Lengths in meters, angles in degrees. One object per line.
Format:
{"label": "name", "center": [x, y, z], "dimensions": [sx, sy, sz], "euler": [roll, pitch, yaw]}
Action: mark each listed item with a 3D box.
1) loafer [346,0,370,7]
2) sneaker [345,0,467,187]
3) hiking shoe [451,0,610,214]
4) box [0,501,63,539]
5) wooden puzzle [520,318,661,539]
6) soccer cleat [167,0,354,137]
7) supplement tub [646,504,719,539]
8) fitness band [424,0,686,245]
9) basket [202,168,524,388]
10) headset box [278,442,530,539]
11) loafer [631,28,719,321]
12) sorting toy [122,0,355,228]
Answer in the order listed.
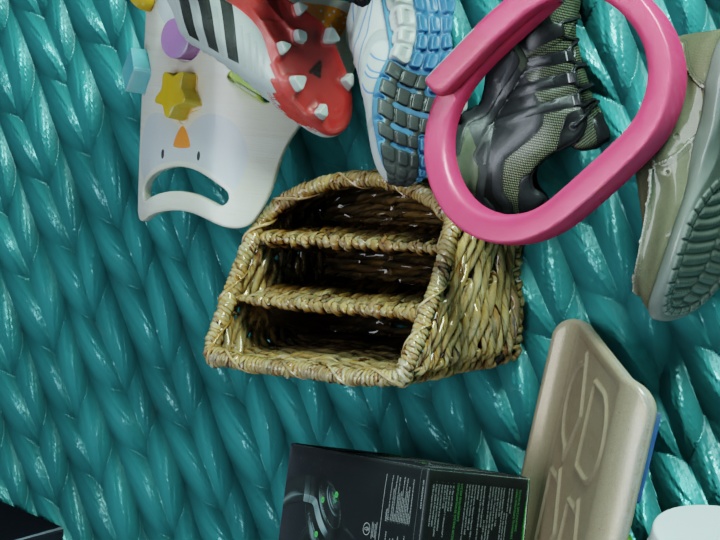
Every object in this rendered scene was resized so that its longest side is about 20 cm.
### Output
{"label": "loafer", "center": [-0.024, -0.241, 1.665], "dimensions": [0.200, 0.073, 0.071], "euler": [-120, 53, -70]}
{"label": "sneaker", "center": [0.025, -0.150, 1.683], "dimensions": [0.087, 0.075, 0.201], "euler": [-24, 58, 53]}
{"label": "hiking shoe", "center": [0.132, -0.127, 1.611], "dimensions": [0.100, 0.076, 0.201], "euler": [23, 101, 2]}
{"label": "box", "center": [-0.370, 0.296, 2.074], "dimensions": [0.200, 0.104, 0.183], "euler": [15, 107, 39]}
{"label": "wooden puzzle", "center": [0.157, 0.143, 1.581], "dimensions": [0.200, 0.046, 0.186], "euler": [-127, 47, -74]}
{"label": "soccer cleat", "center": [-0.083, -0.172, 1.672], "dimensions": [0.200, 0.069, 0.085], "euler": [46, 146, -19]}
{"label": "supplement tub", "center": [0.230, 0.270, 1.529], "dimensions": [0.140, 0.140, 0.201], "euler": [23, 111, 36]}
{"label": "fitness band", "center": [0.123, -0.106, 1.538], "dimensions": [0.200, 0.037, 0.144], "euler": [-43, 71, 23]}
{"label": "basket", "center": [0.000, 0.000, 1.683], "dimensions": [0.200, 0.149, 0.143], "euler": [6, 100, 41]}
{"label": "headset box", "center": [0.018, 0.221, 1.684], "dimensions": [0.200, 0.093, 0.175], "euler": [2, 84, 57]}
{"label": "loafer", "center": [0.217, -0.066, 1.544], "dimensions": [0.070, 0.075, 0.201], "euler": [22, 101, 42]}
{"label": "sorting toy", "center": [-0.113, -0.122, 1.765], "dimensions": [0.200, 0.107, 0.181], "euler": [4, 83, 40]}
